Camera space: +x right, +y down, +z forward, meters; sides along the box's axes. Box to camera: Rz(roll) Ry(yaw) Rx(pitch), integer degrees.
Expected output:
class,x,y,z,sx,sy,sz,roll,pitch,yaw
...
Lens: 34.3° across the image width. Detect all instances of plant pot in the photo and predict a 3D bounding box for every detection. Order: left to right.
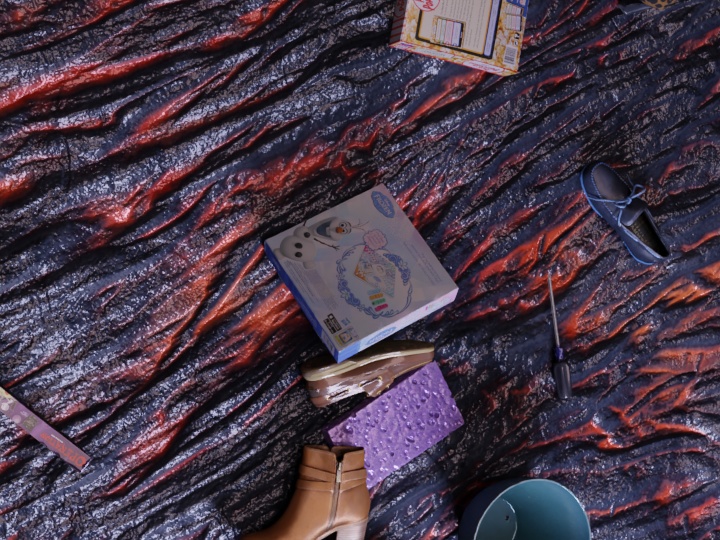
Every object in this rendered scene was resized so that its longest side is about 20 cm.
class,x,y,z,sx,sy,sz,roll,pitch,yaw
plant pot,0.224,0.398,1.747,0.199,0.135,0.201,-1,93,-22

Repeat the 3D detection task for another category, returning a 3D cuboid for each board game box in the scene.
class,x,y,z,sx,sy,sz,roll,pitch,yaw
board game box,-0.432,0.178,1.477,0.200,0.120,0.032,43,80,-17
board game box,0.000,0.000,1.636,0.198,0.043,0.200,-27,67,-18
board game box,0.151,-0.387,1.736,0.199,0.046,0.152,11,88,-22

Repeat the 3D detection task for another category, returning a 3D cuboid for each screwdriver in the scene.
class,x,y,z,sx,sy,sz,roll,pitch,yaw
screwdriver,0.310,0.102,1.831,0.029,0.028,0.201,-11,96,-52

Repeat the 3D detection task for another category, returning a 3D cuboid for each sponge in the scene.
class,x,y,z,sx,sy,sz,roll,pitch,yaw
sponge,0.050,0.229,1.726,0.199,0.030,0.112,-31,102,-19

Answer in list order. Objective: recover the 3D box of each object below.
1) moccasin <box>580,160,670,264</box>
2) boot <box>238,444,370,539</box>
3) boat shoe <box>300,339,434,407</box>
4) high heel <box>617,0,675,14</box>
class,x,y,z,sx,sy,sz,roll,pitch,yaw
moccasin,0.430,-0.097,1.850,0.200,0.068,0.081,46,76,-17
boot,-0.079,0.325,1.640,0.199,0.077,0.156,0,98,-17
boat shoe,0.013,0.147,1.690,0.199,0.072,0.068,-13,102,-15
high heel,0.394,-0.470,1.781,0.200,0.142,0.072,35,79,-20
